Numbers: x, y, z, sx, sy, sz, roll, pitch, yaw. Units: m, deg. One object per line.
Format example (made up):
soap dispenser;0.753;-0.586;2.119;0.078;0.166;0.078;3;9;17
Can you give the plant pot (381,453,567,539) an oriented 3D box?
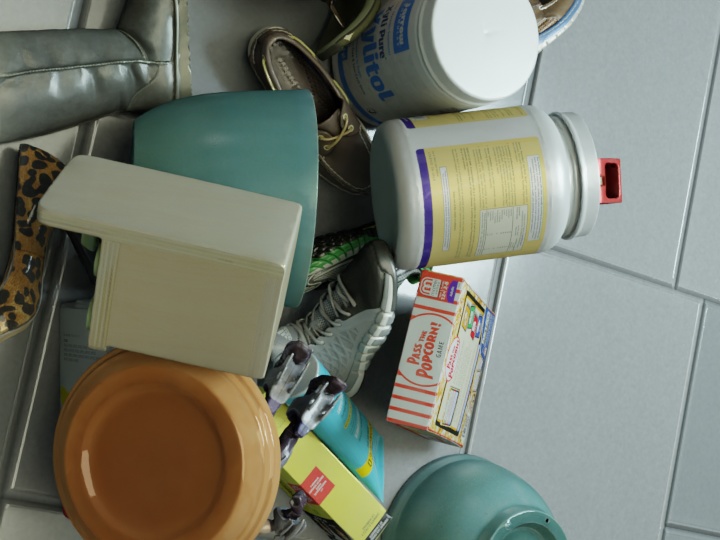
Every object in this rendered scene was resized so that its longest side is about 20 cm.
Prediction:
plant pot;0.139;0.304;1.424;0.198;0.134;0.203;0;90;-31

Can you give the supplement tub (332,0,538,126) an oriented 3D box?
supplement tub;0.070;-0.219;1.336;0.131;0.199;0.134;2;86;-29

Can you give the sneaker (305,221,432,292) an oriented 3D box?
sneaker;0.000;0.000;1.369;0.198;0.078;0.086;-15;99;-31

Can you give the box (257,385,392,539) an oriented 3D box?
box;-0.058;0.197;1.338;0.050;0.075;0.200;-49;114;-20

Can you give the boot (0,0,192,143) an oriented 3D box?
boot;-0.257;-0.214;1.224;0.198;0.072;0.184;-7;92;-24

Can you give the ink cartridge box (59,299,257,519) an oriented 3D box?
ink cartridge box;-0.185;0.126;1.219;0.144;0.144;0.203;-2;91;-31

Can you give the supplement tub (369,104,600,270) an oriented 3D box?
supplement tub;0.118;-0.083;1.300;0.198;0.145;0.147;-7;94;-11

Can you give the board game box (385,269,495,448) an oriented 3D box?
board game box;0.086;0.095;1.370;0.200;0.046;0.153;42;61;-71

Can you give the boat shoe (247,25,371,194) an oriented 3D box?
boat shoe;-0.041;-0.156;1.343;0.072;0.060;0.201;-35;108;-4

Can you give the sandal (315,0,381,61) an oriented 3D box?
sandal;-0.014;-0.295;1.353;0.057;0.080;0.203;30;58;-26

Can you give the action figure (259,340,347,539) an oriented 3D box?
action figure;-0.091;0.162;1.150;0.130;0.069;0.201;40;67;-19

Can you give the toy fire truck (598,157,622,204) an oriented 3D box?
toy fire truck;0.165;-0.090;1.432;0.198;0.141;0.049;-5;93;-31

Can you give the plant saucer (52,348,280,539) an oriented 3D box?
plant saucer;-0.165;0.155;1.097;0.198;0.037;0.203;0;90;12

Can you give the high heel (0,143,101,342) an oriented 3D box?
high heel;-0.327;-0.015;1.181;0.199;0.071;0.144;-34;101;-29

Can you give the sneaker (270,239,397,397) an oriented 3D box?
sneaker;-0.038;0.054;1.305;0.114;0.075;0.201;0;132;-21

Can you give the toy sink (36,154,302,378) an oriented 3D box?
toy sink;-0.158;-0.002;1.087;0.198;0.131;0.113;12;114;-2

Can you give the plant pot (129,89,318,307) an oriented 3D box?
plant pot;-0.133;-0.070;1.225;0.159;0.200;0.203;3;89;-12

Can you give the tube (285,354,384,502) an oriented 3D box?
tube;-0.020;0.154;1.336;0.200;0.050;0.078;53;34;-46

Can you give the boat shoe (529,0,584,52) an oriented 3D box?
boat shoe;0.170;-0.271;1.474;0.200;0.072;0.073;-45;111;-23
